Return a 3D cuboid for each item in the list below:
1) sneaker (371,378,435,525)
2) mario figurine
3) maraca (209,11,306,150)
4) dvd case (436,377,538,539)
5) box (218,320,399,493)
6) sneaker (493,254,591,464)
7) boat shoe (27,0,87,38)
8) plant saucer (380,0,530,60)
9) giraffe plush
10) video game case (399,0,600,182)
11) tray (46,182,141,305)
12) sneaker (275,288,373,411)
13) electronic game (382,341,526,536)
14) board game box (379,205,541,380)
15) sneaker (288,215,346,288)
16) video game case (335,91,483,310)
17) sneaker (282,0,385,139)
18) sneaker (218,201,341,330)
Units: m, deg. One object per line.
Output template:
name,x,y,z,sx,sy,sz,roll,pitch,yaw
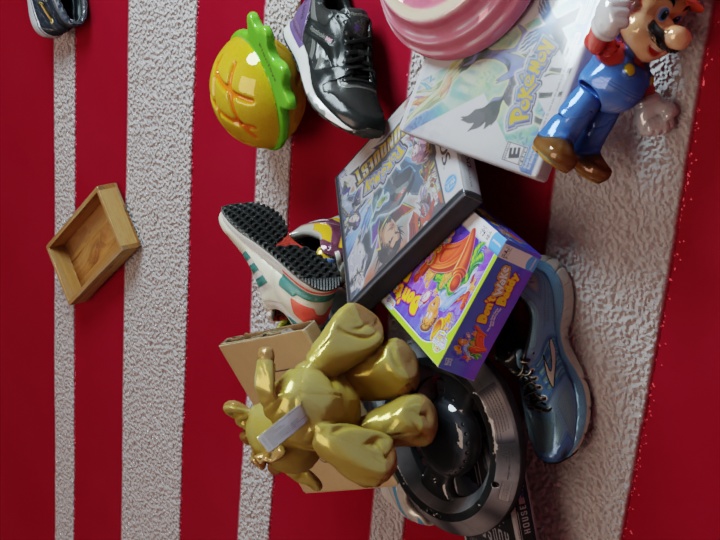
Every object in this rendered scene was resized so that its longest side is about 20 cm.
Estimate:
sneaker,0.061,0.178,1.490,0.081,0.076,0.202,33,135,56
mario figurine,0.229,-0.166,1.156,0.105,0.123,0.202,29,107,7
maraca,-0.111,-0.208,1.540,0.138,0.106,0.200,62,162,6
dvd case,0.132,0.213,1.426,0.150,0.024,0.203,-178,77,-71
box,-0.055,0.151,1.496,0.163,0.021,0.201,-13,110,50
sneaker,0.162,0.091,1.338,0.078,0.089,0.203,-6,96,48
boat shoe,-0.430,-0.427,1.906,0.090,0.070,0.203,-5,104,49
plant saucer,0.085,-0.301,1.295,0.199,0.051,0.203,-9,76,42
giraffe plush,-0.046,0.148,1.365,0.162,0.198,0.174,-40,70,57
video game case,0.135,-0.200,1.277,0.181,0.022,0.202,24,96,44
tray,-0.387,-0.036,1.994,0.200,0.037,0.100,-38,73,49
sneaker,-0.049,0.123,1.568,0.079,0.130,0.203,9,108,46
electronic game,0.090,0.164,1.377,0.199,0.041,0.203,15,109,49
board game box,0.085,0.000,1.345,0.135,0.044,0.200,-62,28,11
sneaker,0.000,0.000,1.503,0.199,0.089,0.076,25,119,44
video game case,0.043,-0.083,1.395,0.200,0.025,0.182,-45,39,38
sneaker,-0.019,-0.228,1.453,0.088,0.075,0.201,-55,47,33
sneaker,-0.099,0.003,1.500,0.199,0.070,0.094,40,126,39
